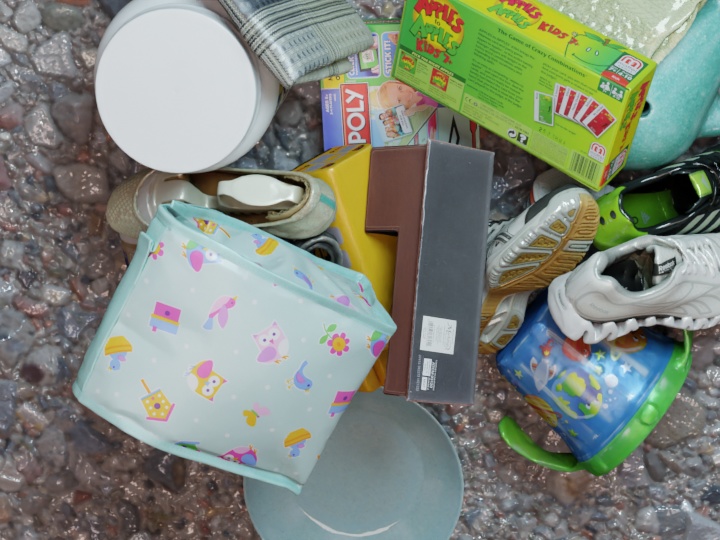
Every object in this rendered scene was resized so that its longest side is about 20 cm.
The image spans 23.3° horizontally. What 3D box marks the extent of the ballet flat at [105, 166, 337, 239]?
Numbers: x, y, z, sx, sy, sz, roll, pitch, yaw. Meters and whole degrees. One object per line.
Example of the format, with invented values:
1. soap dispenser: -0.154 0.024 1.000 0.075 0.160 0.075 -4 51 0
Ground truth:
1. ballet flat: -0.117 -0.060 1.381 0.198 0.062 0.068 -1 76 15

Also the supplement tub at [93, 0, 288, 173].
1. supplement tub: -0.130 -0.158 1.382 0.143 0.200 0.146 1 106 4

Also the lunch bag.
1. lunch bag: -0.102 0.054 1.329 0.199 0.122 0.171 23 106 -23

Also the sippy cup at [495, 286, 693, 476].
1. sippy cup: 0.189 0.082 1.481 0.130 0.140 0.178 37 85 -2

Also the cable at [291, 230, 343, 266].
1. cable: -0.065 0.062 1.419 0.097 0.050 0.200 32 112 -25

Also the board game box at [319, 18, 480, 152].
1. board game box: 0.035 -0.112 1.479 0.133 0.029 0.202 -2 108 4

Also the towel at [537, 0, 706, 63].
1. towel: 0.180 -0.245 1.370 0.200 0.036 0.149 39 94 19

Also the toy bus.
1. toy bus: 0.000 0.000 1.452 0.078 0.065 0.202 -1 114 48

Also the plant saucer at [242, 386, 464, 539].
1. plant saucer: -0.006 0.188 1.576 0.199 0.039 0.203 1 108 3

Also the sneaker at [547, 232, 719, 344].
1. sneaker: 0.248 0.004 1.385 0.198 0.076 0.081 -13 154 -24

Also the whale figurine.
1. whale figurine: 0.250 -0.167 1.405 0.200 0.104 0.159 -40 101 16

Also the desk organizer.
1. desk organizer: 0.048 0.002 1.390 0.071 0.077 0.202 7 86 -38

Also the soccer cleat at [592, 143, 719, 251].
1. soccer cleat: 0.274 -0.063 1.416 0.198 0.081 0.068 -20 82 -22

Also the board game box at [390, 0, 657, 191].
1. board game box: 0.123 -0.156 1.359 0.199 0.048 0.102 31 136 19

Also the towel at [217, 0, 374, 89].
1. towel: -0.078 -0.228 1.347 0.034 0.200 0.193 -37 90 23

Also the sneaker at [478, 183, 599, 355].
1. sneaker: 0.117 -0.018 1.426 0.075 0.088 0.200 7 141 -31

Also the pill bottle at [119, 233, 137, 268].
1. pill bottle: -0.134 0.039 1.497 0.110 0.111 0.202 -9 107 7

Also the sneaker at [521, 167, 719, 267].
1. sneaker: 0.222 -0.023 1.486 0.198 0.078 0.082 23 140 -11
